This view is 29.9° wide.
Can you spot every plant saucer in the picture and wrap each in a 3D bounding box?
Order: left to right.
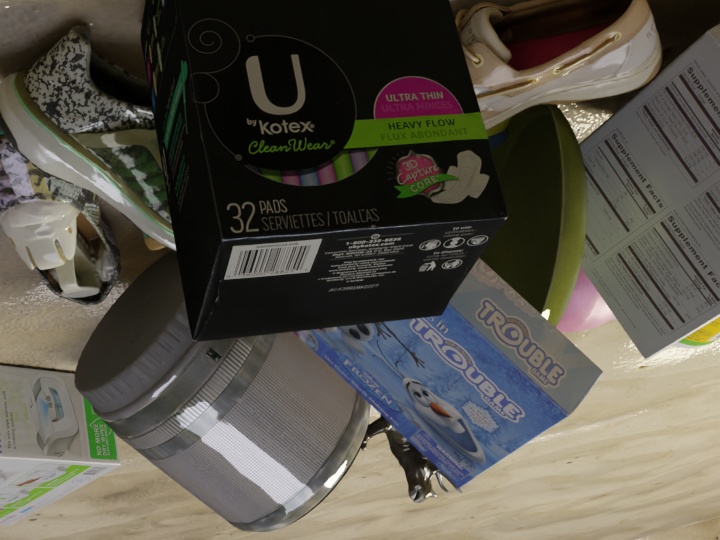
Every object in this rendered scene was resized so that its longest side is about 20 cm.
[{"bbox_3d":[0.108,-0.027,0.918,0.031,0.201,0.200,7,153,-15],"label":"plant saucer"}]

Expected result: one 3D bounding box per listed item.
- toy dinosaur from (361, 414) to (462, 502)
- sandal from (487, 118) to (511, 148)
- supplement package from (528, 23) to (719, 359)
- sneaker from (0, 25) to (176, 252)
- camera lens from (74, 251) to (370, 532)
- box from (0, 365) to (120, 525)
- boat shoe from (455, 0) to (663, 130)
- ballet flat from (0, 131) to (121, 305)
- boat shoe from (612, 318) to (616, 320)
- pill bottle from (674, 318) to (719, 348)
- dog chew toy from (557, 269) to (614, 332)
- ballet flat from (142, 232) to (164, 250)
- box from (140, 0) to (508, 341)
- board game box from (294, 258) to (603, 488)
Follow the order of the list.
[{"bbox_3d":[0.048,0.101,1.149,0.102,0.077,0.201,1,122,-23],"label":"toy dinosaur"},{"bbox_3d":[0.011,-0.063,0.911,0.199,0.080,0.087,-11,115,3],"label":"sandal"},{"bbox_3d":[0.253,-0.068,0.909,0.152,0.151,0.200,-28,171,-37],"label":"supplement package"},{"bbox_3d":[-0.119,-0.077,0.814,0.200,0.077,0.089,29,121,-32],"label":"sneaker"},{"bbox_3d":[-0.103,0.097,1.067,0.160,0.160,0.200,-30,119,36],"label":"camera lens"},{"bbox_3d":[-0.360,0.172,1.282,0.176,0.097,0.200,12,148,-44],"label":"box"},{"bbox_3d":[0.084,-0.135,0.838,0.199,0.074,0.069,-15,144,8],"label":"boat shoe"},{"bbox_3d":[-0.209,-0.025,0.934,0.072,0.072,0.200,-13,157,2],"label":"ballet flat"},{"bbox_3d":[0.209,0.011,1.239,0.062,0.072,0.200,-11,159,11],"label":"boat shoe"},{"bbox_3d":[0.329,-0.019,1.174,0.111,0.111,0.200,-1,155,-26],"label":"pill bottle"},{"bbox_3d":[0.122,-0.016,1.074,0.199,0.125,0.125,4,154,-17],"label":"dog chew toy"},{"bbox_3d":[-0.067,-0.037,0.978,0.199,0.063,0.069,3,-172,-25],"label":"ballet flat"},{"bbox_3d":[-0.028,-0.083,0.717,0.148,0.201,0.124,-5,155,-17],"label":"box"},{"bbox_3d":[0.035,0.041,0.881,0.043,0.200,0.199,-46,176,-27],"label":"board game box"}]
